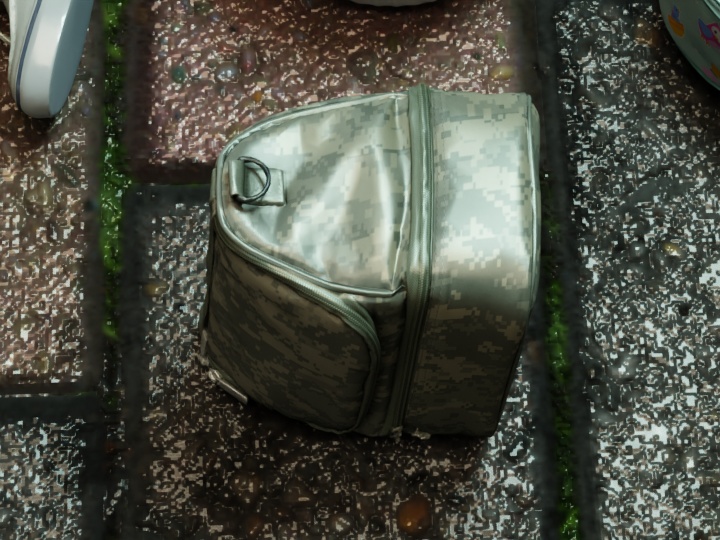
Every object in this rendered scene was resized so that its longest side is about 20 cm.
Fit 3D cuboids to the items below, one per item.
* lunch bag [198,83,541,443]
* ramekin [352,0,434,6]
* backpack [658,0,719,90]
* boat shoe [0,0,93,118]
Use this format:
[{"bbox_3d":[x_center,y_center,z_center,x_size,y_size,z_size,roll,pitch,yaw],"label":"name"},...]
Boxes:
[{"bbox_3d":[0.000,0.000,1.193,0.166,0.200,0.141,4,64,-3],"label":"lunch bag"},{"bbox_3d":[0.017,-0.251,1.344,0.198,0.105,0.202,0,67,-1],"label":"ramekin"},{"bbox_3d":[0.271,-0.187,1.301,0.176,0.153,0.200,43,80,10],"label":"backpack"},{"bbox_3d":[-0.198,-0.181,1.329,0.085,0.075,0.204,6,65,1],"label":"boat shoe"}]
